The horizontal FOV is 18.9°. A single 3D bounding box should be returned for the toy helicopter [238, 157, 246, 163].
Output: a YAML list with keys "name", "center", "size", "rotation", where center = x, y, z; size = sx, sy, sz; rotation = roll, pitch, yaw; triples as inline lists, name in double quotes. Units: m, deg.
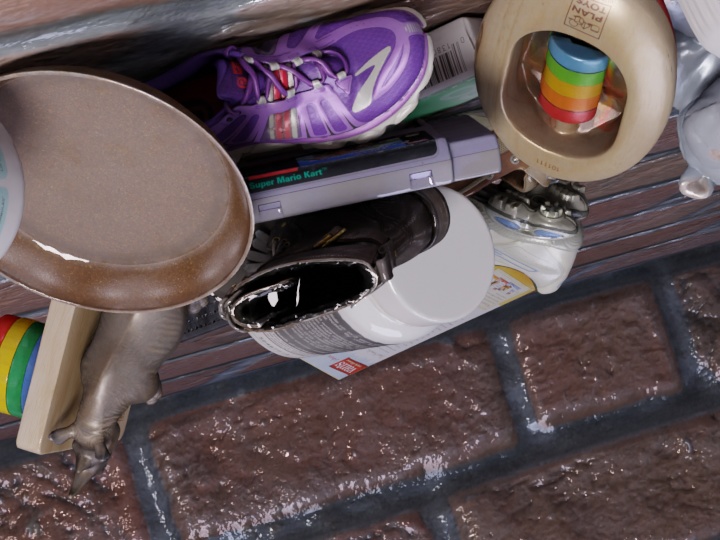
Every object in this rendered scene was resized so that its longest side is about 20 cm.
- name: "toy helicopter"
  center: [-0.091, -0.068, 1.551]
  size: [0.132, 0.079, 0.200]
  rotation: [1, -173, -6]

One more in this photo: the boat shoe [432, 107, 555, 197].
- name: "boat shoe"
  center: [0.117, -0.093, 1.585]
  size: [0.200, 0.072, 0.076]
  rotation: [-20, -177, -14]

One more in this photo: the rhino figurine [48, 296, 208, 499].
- name: "rhino figurine"
  center: [-0.163, 0.065, 1.505]
  size: [0.060, 0.200, 0.087]
  rotation: [23, 172, 6]

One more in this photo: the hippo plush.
- name: "hippo plush"
  center: [0.225, -0.131, 1.513]
  size: [0.159, 0.161, 0.200]
  rotation: [-17, 173, -5]

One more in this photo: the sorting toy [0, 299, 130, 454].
- name: "sorting toy"
  center: [-0.208, 0.022, 1.567]
  size: [0.069, 0.200, 0.199]
  rotation: [15, -179, 10]

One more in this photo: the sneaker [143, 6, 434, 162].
- name: "sneaker"
  center: [-0.051, -0.111, 1.339]
  size: [0.200, 0.081, 0.083]
  rotation: [-18, 167, 10]

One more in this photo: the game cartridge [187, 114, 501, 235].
- name: "game cartridge"
  center: [-0.016, -0.065, 1.391]
  size: [0.200, 0.038, 0.130]
  rotation: [-12, -174, -4]

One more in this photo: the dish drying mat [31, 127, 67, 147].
- name: "dish drying mat"
  center: [-0.234, -0.064, 1.378]
  size: [0.200, 0.018, 0.077]
  rotation: [-12, 171, 39]

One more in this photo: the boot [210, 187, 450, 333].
- name: "boot"
  center: [-0.046, -0.002, 1.367]
  size: [0.200, 0.069, 0.174]
  rotation: [-18, -170, 27]

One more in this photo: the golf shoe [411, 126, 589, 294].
- name: "golf shoe"
  center: [0.074, -0.042, 1.649]
  size: [0.078, 0.200, 0.097]
  rotation: [-41, 147, -44]

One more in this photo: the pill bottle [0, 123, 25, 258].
- name: "pill bottle"
  center: [-0.275, -0.044, 1.151]
  size: [0.111, 0.111, 0.200]
  rotation: [-21, 172, 24]

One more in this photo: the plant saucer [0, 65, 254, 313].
- name: "plant saucer"
  center: [-0.159, -0.052, 1.288]
  size: [0.200, 0.032, 0.200]
  rotation: [7, 139, 6]

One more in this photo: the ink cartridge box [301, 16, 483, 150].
- name: "ink cartridge box"
  center: [0.068, -0.134, 1.579]
  size: [0.161, 0.050, 0.200]
  rotation: [-22, 170, 33]

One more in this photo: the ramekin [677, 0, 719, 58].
- name: "ramekin"
  center: [0.279, -0.203, 1.317]
  size: [0.200, 0.105, 0.200]
  rotation: [-18, 173, -2]

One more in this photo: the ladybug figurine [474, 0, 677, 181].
- name: "ladybug figurine"
  center: [0.146, -0.141, 1.411]
  size: [0.072, 0.136, 0.200]
  rotation: [-59, 170, -34]

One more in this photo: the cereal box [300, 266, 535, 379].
- name: "cereal box"
  center: [0.035, 0.021, 1.776]
  size: [0.200, 0.040, 0.144]
  rotation: [-25, 157, 14]

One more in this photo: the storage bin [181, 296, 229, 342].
- name: "storage bin"
  center: [-0.089, -0.019, 1.737]
  size: [0.135, 0.094, 0.200]
  rotation: [-28, -176, -27]

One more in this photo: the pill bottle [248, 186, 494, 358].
- name: "pill bottle"
  center: [0.000, 0.000, 1.546]
  size: [0.113, 0.113, 0.200]
  rotation: [-13, -179, -33]
